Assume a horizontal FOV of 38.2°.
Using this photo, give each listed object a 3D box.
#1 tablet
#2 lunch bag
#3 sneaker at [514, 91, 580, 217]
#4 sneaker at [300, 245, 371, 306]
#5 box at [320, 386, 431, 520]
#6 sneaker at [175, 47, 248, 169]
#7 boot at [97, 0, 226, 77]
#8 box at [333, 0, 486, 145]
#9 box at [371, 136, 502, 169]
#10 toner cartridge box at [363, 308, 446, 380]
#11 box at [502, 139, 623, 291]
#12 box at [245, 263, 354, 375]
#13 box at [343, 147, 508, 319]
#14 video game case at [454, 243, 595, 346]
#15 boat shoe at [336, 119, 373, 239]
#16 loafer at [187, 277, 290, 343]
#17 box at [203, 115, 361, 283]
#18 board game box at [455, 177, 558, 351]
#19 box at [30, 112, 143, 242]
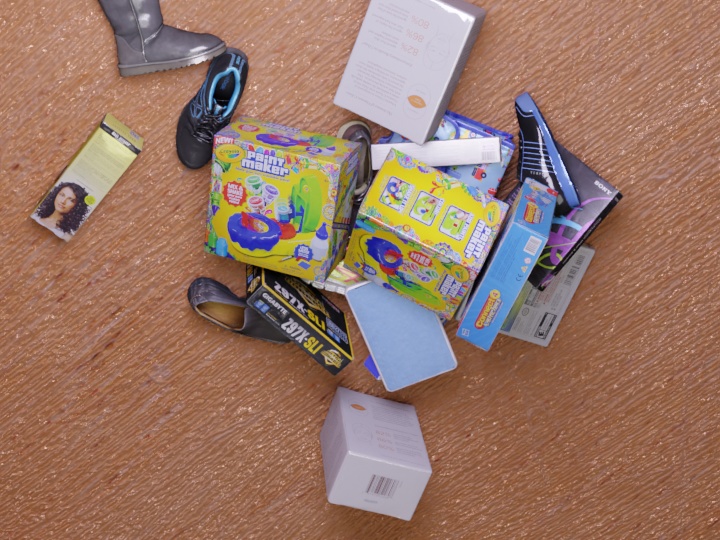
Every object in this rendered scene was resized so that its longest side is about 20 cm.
[{"bbox_3d":[0.068,0.094,1.702,0.129,0.014,0.201,-21,109,8],"label":"tablet"},{"bbox_3d":[0.124,-0.175,1.644,0.199,0.094,0.152,22,108,-2],"label":"lunch bag"},{"bbox_3d":[0.271,-0.177,1.622,0.077,0.070,0.201,-24,79,16],"label":"sneaker"},{"bbox_3d":[0.000,0.000,1.716,0.198,0.078,0.091,16,104,-17],"label":"sneaker"},{"bbox_3d":[0.022,0.313,1.791,0.151,0.200,0.107,16,112,-13],"label":"box"},{"bbox_3d":[-0.229,-0.238,1.570,0.073,0.082,0.201,19,114,-15],"label":"sneaker"},{"bbox_3d":[-0.300,-0.392,1.503,0.180,0.073,0.202,-11,110,-2],"label":"boot"},{"bbox_3d":[0.072,-0.312,1.525,0.151,0.106,0.201,26,113,7],"label":"box"},{"bbox_3d":[0.116,-0.179,1.586,0.198,0.039,0.042,-3,98,12],"label":"box"},{"bbox_3d":[0.094,0.095,1.762,0.095,0.043,0.201,4,124,-52],"label":"toner cartridge box"},{"bbox_3d":[0.299,-0.089,1.659,0.200,0.143,0.036,-50,154,7],"label":"box"},{"bbox_3d":[-0.100,0.061,1.687,0.049,0.160,0.200,-42,112,15],"label":"box"},{"bbox_3d":[0.093,-0.051,1.558,0.191,0.123,0.200,26,156,4],"label":"box"},{"bbox_3d":[0.280,0.022,1.784,0.181,0.022,0.201,17,114,-13],"label":"video game case"},{"bbox_3d":[-0.018,-0.136,1.650,0.072,0.065,0.202,-1,117,-7],"label":"boat shoe"},{"bbox_3d":[-0.197,0.082,1.735,0.199,0.072,0.073,21,111,-16],"label":"loafer"},{"bbox_3d":[-0.119,-0.112,1.590,0.198,0.122,0.194,14,115,11],"label":"box"},{"bbox_3d":[0.219,-0.013,1.541,0.056,0.196,0.201,25,117,3],"label":"board game box"},{"bbox_3d":[-0.424,-0.143,1.615,0.075,0.050,0.200,35,107,-20],"label":"box"}]
